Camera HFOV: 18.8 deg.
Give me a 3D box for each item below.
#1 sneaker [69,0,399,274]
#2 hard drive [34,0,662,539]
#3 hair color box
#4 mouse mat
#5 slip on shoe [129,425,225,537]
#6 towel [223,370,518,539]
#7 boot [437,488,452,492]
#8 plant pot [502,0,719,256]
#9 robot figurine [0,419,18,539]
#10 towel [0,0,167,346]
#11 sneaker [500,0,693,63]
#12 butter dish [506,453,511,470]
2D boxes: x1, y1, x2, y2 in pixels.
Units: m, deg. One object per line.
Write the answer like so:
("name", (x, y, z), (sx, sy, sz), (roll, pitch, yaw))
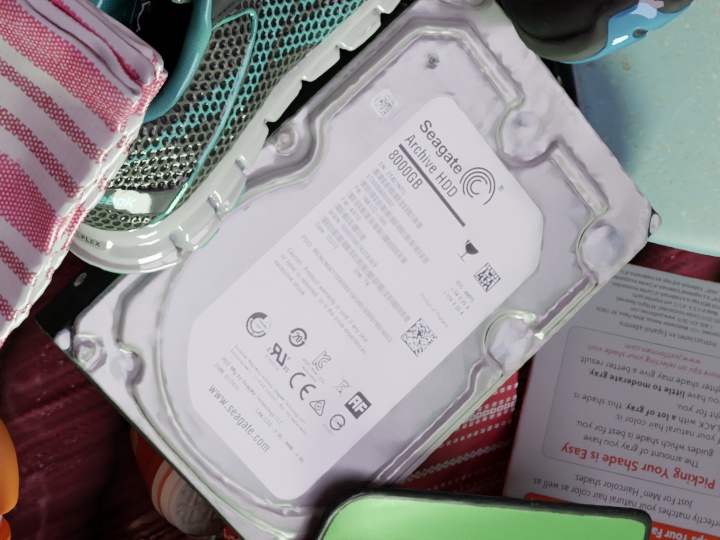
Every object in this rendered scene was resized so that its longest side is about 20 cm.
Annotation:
("sneaker", (-0.042, -0.095, 0.711), (0.200, 0.078, 0.091), (-60, 159, -11))
("hard drive", (0.000, 0.000, 0.797), (0.200, 0.038, 0.140), (-43, 115, -8))
("hair color box", (0.118, 0.101, 0.946), (0.064, 0.111, 0.200), (46, 58, -80))
("mouse mat", (0.019, 0.171, 0.860), (0.161, 0.008, 0.200), (9, 116, -35))
("slip on shoe", (-0.016, 0.026, 0.912), (0.200, 0.061, 0.074), (-41, 140, -8))
("towel", (0.005, 0.063, 0.898), (0.145, 0.022, 0.200), (-19, 132, -30))
("boot", (-0.032, 0.182, 0.874), (0.138, 0.077, 0.200), (-3, 127, -49))
("plant pot", (0.162, -0.117, 0.887), (0.200, 0.196, 0.196), (-16, 123, -4))
("robot figurine", (-0.190, 0.115, 0.787), (0.117, 0.144, 0.200), (8, 98, -34))
("towel", (-0.164, -0.024, 0.666), (0.146, 0.030, 0.200), (31, 118, -7))
("sneaker", (0.067, -0.146, 0.772), (0.073, 0.200, 0.082), (-26, 126, 11))
("butter dish", (0.138, 0.170, 1.043), (0.200, 0.199, 0.148), (-53, 171, -1))
